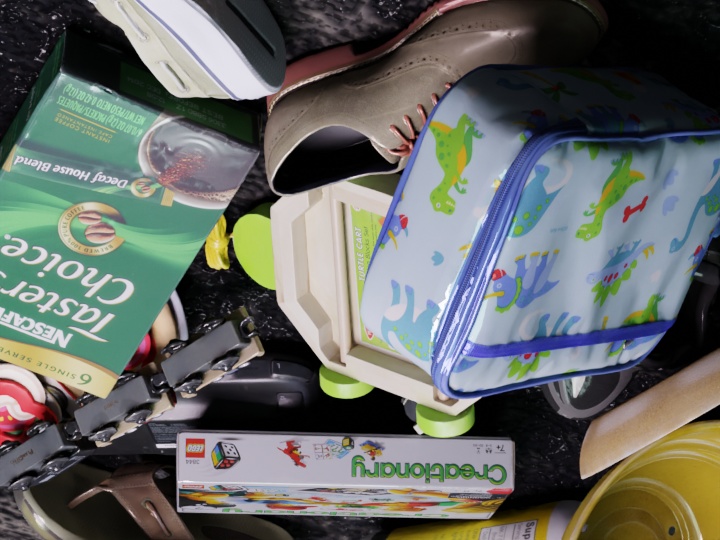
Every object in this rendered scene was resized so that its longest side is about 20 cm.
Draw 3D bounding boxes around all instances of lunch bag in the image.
[{"bbox_3d":[0.098,-0.018,1.366,0.200,0.082,0.161,-4,124,-50],"label":"lunch bag"}]

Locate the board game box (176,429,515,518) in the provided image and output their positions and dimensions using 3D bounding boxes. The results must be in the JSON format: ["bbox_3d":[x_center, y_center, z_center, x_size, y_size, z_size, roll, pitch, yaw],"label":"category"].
[{"bbox_3d":[-0.012,0.124,1.661,0.199,0.035,0.126,2,167,-3],"label":"board game box"}]

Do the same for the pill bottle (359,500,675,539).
[{"bbox_3d":[0.101,0.208,1.739,0.200,0.114,0.114,-11,139,20],"label":"pill bottle"}]

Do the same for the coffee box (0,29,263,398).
[{"bbox_3d":[-0.149,-0.026,1.492,0.123,0.044,0.200,23,126,-19],"label":"coffee box"}]

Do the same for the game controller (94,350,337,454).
[{"bbox_3d":[-0.116,0.083,1.682,0.199,0.042,0.104,-1,157,11],"label":"game controller"}]

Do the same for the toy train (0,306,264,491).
[{"bbox_3d":[-0.131,0.076,1.581,0.200,0.034,0.046,-31,163,27],"label":"toy train"}]

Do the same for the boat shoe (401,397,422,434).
[{"bbox_3d":[0.055,0.023,1.547,0.066,0.075,0.199,39,149,5],"label":"boat shoe"}]

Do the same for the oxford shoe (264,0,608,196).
[{"bbox_3d":[0.037,-0.085,1.395,0.200,0.075,0.070,-22,132,31],"label":"oxford shoe"}]

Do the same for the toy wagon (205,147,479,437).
[{"bbox_3d":[0.000,0.000,1.500,0.200,0.040,0.155,20,127,34],"label":"toy wagon"}]

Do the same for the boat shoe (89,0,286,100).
[{"bbox_3d":[-0.105,-0.142,1.348,0.062,0.072,0.200,-14,141,22],"label":"boat shoe"}]

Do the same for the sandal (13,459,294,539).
[{"bbox_3d":[-0.127,0.150,1.744,0.201,0.080,0.057,14,125,-24],"label":"sandal"}]

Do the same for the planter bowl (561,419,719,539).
[{"bbox_3d":[0.177,0.179,1.609,0.200,0.201,0.083,31,172,-29],"label":"planter bowl"}]

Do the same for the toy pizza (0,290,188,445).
[{"bbox_3d":[-0.200,0.036,1.596,0.200,0.032,0.201,4,130,5],"label":"toy pizza"}]

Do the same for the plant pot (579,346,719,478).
[{"bbox_3d":[0.201,0.054,1.501,0.200,0.200,0.028,-35,82,42],"label":"plant pot"}]

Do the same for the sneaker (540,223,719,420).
[{"bbox_3d":[0.147,0.026,1.519,0.071,0.083,0.200,18,142,-13],"label":"sneaker"}]
